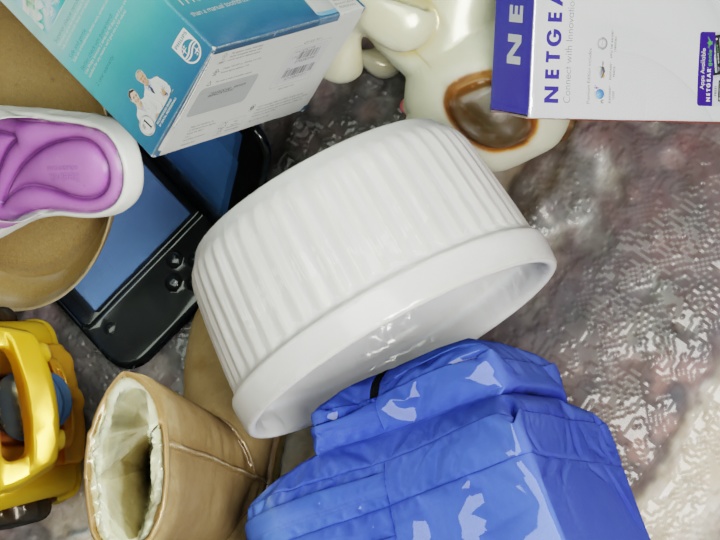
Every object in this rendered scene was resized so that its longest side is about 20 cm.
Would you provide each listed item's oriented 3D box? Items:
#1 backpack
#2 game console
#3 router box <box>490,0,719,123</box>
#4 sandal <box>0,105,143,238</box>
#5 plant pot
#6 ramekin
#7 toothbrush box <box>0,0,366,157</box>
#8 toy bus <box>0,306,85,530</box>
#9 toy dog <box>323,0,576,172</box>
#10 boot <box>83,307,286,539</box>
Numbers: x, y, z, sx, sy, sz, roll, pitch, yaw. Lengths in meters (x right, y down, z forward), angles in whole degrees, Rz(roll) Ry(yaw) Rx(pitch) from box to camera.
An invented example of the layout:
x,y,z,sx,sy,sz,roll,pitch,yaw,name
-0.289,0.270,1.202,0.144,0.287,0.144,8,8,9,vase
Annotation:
x,y,z,sx,sy,sz,roll,pitch,yaw,name
0.039,0.141,1.550,0.199,0.162,0.169,-27,67,22,backpack
-0.159,-0.071,1.663,0.171,0.118,0.200,-45,71,3,game console
0.166,-0.183,1.545,0.178,0.049,0.201,-1,98,-25,router box
-0.214,-0.059,1.631,0.202,0.050,0.083,-10,96,38,sandal
-0.216,-0.076,1.677,0.199,0.027,0.201,11,108,34,plant pot
0.000,0.000,1.547,0.199,0.200,0.105,-31,79,8,ramekin
-0.120,-0.171,1.560,0.200,0.146,0.085,45,124,18,toothbrush box
-0.233,0.082,1.582,0.199,0.192,0.137,-8,82,-30,toy bus
0.064,-0.157,1.615,0.193,0.139,0.201,-13,87,14,toy dog
-0.096,0.082,1.572,0.066,0.200,0.176,-8,77,15,boot
